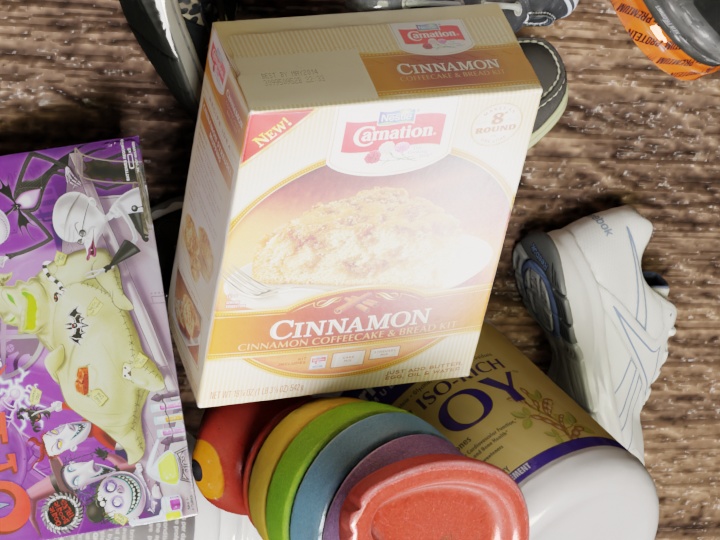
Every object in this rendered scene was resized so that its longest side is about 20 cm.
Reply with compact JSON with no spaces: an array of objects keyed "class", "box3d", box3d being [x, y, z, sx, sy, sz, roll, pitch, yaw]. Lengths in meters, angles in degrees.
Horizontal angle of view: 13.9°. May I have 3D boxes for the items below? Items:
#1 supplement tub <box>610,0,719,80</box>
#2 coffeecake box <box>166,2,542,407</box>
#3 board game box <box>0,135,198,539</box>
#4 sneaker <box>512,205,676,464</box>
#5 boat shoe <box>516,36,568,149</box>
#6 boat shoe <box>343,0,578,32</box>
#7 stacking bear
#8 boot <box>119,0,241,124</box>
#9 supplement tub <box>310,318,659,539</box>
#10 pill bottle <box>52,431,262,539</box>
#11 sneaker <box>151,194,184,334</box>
[{"class":"supplement tub","box3d":[0.234,-0.189,1.580,0.200,0.123,0.122,-29,138,33]},{"class":"coffeecake box","box3d":[-0.007,-0.032,1.499,0.153,0.073,0.200,-6,134,-19]},{"class":"board game box","box3d":[-0.157,0.037,1.526,0.120,0.032,0.200,-10,89,-3]},{"class":"sneaker","box3d":[0.154,0.050,1.770,0.087,0.075,0.200,-27,130,-18]},{"class":"boat shoe","box3d":[0.025,-0.084,1.572,0.201,0.072,0.066,-19,154,-18]},{"class":"boat shoe","box3d":[0.053,-0.142,1.546,0.200,0.072,0.068,11,81,-60]},{"class":"stacking bear","box3d":[-0.015,0.115,1.544,0.114,0.200,0.122,-22,120,-30]},{"class":"boot","box3d":[-0.051,-0.173,1.507,0.154,0.073,0.204,-30,132,-12]},{"class":"supplement tub","box3d":[0.054,0.109,1.651,0.145,0.200,0.146,-27,140,-25]},{"class":"pill bottle","box3d":[-0.147,0.137,1.632,0.200,0.111,0.111,5,118,-31]},{"class":"sneaker","box3d":[-0.125,0.032,1.589,0.200,0.088,0.076,-27,130,-11]}]
